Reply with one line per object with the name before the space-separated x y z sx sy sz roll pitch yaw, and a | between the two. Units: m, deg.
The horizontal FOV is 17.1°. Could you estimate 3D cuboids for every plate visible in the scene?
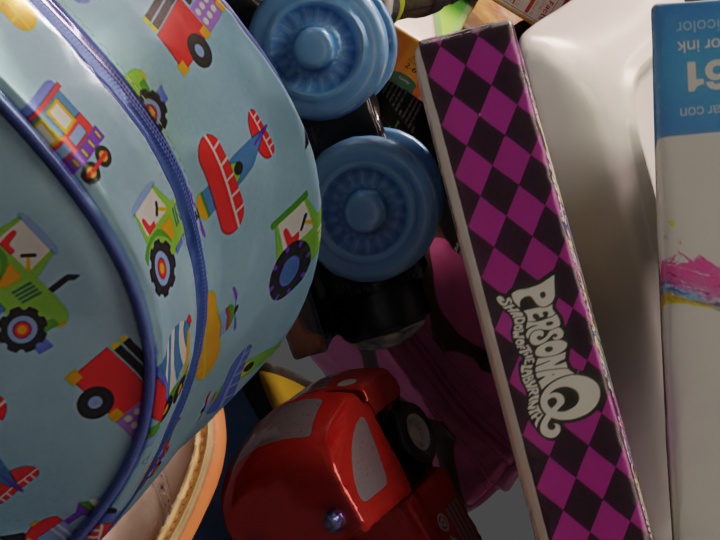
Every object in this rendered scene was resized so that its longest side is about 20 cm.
plate | 0.122 -0.017 0.939 0.200 0.032 0.201 -42 119 -66

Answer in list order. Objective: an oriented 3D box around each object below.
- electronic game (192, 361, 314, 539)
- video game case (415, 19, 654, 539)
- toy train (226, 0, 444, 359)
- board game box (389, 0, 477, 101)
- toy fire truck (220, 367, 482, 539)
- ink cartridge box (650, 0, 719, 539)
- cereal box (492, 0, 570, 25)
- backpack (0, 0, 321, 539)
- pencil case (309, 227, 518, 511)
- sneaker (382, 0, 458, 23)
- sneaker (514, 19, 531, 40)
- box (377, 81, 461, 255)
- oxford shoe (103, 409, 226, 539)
electronic game | -0.004 0.118 0.782 0.200 0.041 0.201 47 24 -28
video game case | 0.063 0.040 0.773 0.181 0.036 0.201 62 13 -76
toy train | -0.044 -0.063 0.781 0.087 0.114 0.201 -59 131 -82
board game box | -0.032 -0.135 0.976 0.199 0.030 0.096 34 25 -3
toy fire truck | 0.010 0.138 0.691 0.201 0.049 0.141 62 28 -4
ink cartridge box | 0.139 0.030 0.772 0.145 0.084 0.201 64 24 -70
cereal box | 0.015 -0.173 1.044 0.199 0.040 0.144 30 13 -11
backpack | -0.115 0.007 0.475 0.183 0.199 0.135 52 22 -18
pencil case | 0.000 0.000 0.888 0.200 0.091 0.094 50 -12 -15
sneaker | -0.008 -0.177 0.919 0.080 0.074 0.201 -12 72 -23
sneaker | 0.102 -0.030 1.047 0.075 0.070 0.201 14 50 -60
box | 0.013 -0.050 1.035 0.193 0.047 0.200 51 23 -12
oxford shoe | -0.086 0.061 0.646 0.073 0.071 0.201 39 28 -29
